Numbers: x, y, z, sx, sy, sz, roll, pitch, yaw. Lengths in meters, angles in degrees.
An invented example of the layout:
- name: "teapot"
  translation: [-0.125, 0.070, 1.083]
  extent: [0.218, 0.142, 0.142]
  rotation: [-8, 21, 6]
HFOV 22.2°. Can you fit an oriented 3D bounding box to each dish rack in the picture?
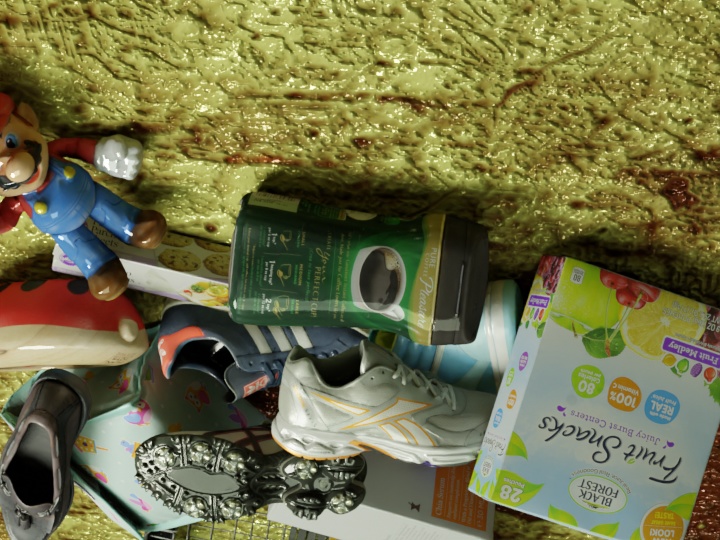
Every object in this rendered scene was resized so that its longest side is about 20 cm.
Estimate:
- name: "dish rack"
  translation: [-0.122, 0.294, 1.886]
  extent: [0.199, 0.055, 0.154]
  rotation: [10, 144, -2]

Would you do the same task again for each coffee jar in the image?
- name: "coffee jar"
  translation: [0.000, 0.000, 1.435]
  extent: [0.199, 0.085, 0.105]
  rotation: [7, 99, 3]

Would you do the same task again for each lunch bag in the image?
- name: "lunch bag"
  translation: [-0.210, 0.154, 1.663]
  extent: [0.199, 0.122, 0.170]
  rotation: [-20, 129, 34]

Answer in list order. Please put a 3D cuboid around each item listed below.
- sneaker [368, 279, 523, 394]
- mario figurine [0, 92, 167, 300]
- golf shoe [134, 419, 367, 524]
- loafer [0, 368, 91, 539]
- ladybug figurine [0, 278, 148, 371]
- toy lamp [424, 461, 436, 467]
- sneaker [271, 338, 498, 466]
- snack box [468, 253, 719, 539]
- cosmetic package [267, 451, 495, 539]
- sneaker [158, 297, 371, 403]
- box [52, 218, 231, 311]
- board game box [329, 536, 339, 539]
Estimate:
- name: "sneaker"
  translation: [0.075, 0.085, 1.554]
  extent: [0.130, 0.080, 0.201]
  rotation: [0, 133, 9]
- name: "mario figurine"
  translation: [-0.236, -0.057, 1.396]
  extent: [0.106, 0.124, 0.200]
  rotation: [-19, 134, 38]
- name: "golf shoe"
  translation: [-0.094, 0.167, 1.572]
  extent: [0.199, 0.088, 0.078]
  rotation: [6, 110, -7]
- name: "loafer"
  translation: [-0.280, 0.171, 1.566]
  extent: [0.072, 0.063, 0.201]
  rotation: [23, 128, 4]
- name: "ladybug figurine"
  translation: [-0.263, 0.046, 1.552]
  extent: [0.199, 0.072, 0.136]
  rotation: [-5, 174, 33]
- name: "toy lamp"
  translation: [0.035, 0.135, 1.609]
  extent: [0.058, 0.059, 0.200]
  rotation: [-21, 154, 34]
- name: "sneaker"
  translation: [0.030, 0.101, 1.476]
  extent: [0.199, 0.076, 0.092]
  rotation: [0, 113, -7]
- name: "snack box"
  translation: [0.198, 0.107, 1.458]
  extent: [0.168, 0.201, 0.068]
  rotation: [18, 179, -13]
- name: "cosmetic package"
  translation: [0.023, 0.197, 1.690]
  extent: [0.199, 0.102, 0.071]
  rotation: [16, 142, -11]
- name: "sneaker"
  translation: [-0.076, 0.077, 1.567]
  extent: [0.199, 0.085, 0.075]
  rotation: [8, 143, 1]
- name: "box"
  translation: [-0.152, -0.003, 1.514]
  extent: [0.199, 0.042, 0.039]
  rotation: [14, 143, -5]
- name: "board game box"
  translation: [0.051, 0.299, 1.823]
  extent: [0.152, 0.041, 0.200]
  rotation: [4, 159, 6]
